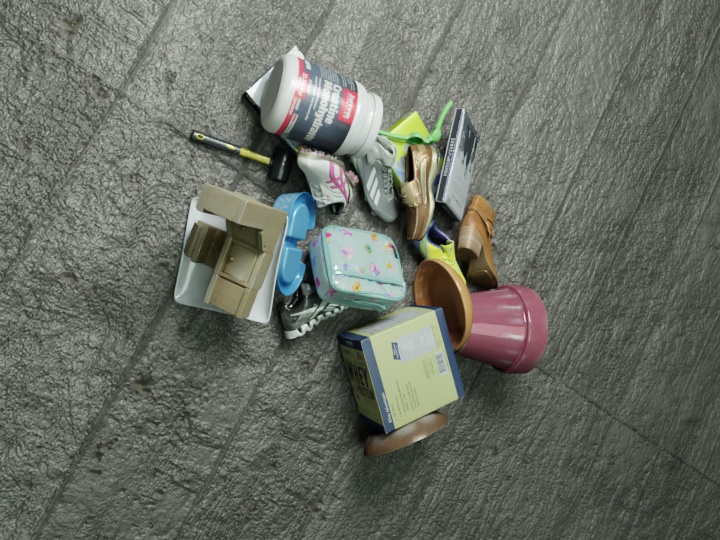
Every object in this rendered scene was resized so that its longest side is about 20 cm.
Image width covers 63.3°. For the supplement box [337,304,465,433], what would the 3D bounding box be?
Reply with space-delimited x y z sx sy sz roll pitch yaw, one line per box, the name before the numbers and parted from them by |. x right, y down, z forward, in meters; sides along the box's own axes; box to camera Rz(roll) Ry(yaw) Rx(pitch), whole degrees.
supplement box | 0.085 0.201 1.244 0.197 0.134 0.203 -19 97 -22

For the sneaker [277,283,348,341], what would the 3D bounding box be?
sneaker | -0.084 0.056 1.194 0.199 0.066 0.091 -32 112 -17

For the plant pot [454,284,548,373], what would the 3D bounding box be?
plant pot | 0.290 0.127 1.314 0.176 0.200 0.203 6 93 -19

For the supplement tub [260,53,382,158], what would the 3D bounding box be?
supplement tub | -0.072 -0.297 1.077 0.197 0.140 0.143 14 90 -25

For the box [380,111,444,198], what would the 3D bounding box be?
box | 0.120 -0.224 1.272 0.122 0.048 0.201 -41 110 -15

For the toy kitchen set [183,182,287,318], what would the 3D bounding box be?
toy kitchen set | -0.255 -0.041 0.983 0.161 0.180 0.203 23 94 13

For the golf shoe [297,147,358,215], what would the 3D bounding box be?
golf shoe | -0.065 -0.169 1.129 0.200 0.072 0.093 27 80 -63

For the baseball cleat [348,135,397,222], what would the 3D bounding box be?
baseball cleat | 0.043 -0.193 1.205 0.201 0.105 0.070 59 44 -20

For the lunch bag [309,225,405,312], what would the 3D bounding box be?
lunch bag | 0.000 0.000 1.178 0.198 0.077 0.162 9 55 -34

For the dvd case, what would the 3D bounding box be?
dvd case | 0.212 -0.222 1.261 0.150 0.024 0.203 27 76 -64

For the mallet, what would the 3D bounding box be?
mallet | -0.219 -0.235 1.117 0.198 0.041 0.067 24 87 -22

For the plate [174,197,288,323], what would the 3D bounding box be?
plate | -0.238 -0.021 1.086 0.197 0.032 0.203 11 92 12

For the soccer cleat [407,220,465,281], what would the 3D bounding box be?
soccer cleat | 0.185 -0.027 1.299 0.201 0.083 0.065 50 42 -20

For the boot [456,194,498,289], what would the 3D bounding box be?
boot | 0.288 -0.062 1.360 0.201 0.073 0.156 55 45 -46

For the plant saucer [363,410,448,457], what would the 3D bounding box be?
plant saucer | 0.091 0.339 1.249 0.198 0.200 0.037 -19 83 -22

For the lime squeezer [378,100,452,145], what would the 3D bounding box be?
lime squeezer | 0.126 -0.294 1.222 0.198 0.038 0.072 -25 104 -20

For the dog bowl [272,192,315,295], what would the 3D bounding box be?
dog bowl | -0.143 -0.055 1.137 0.111 0.049 0.203 9 92 -70

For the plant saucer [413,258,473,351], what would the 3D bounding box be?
plant saucer | 0.180 0.070 1.249 0.037 0.200 0.203 -15 102 -24

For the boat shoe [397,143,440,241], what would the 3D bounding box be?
boat shoe | 0.112 -0.164 1.216 0.073 0.076 0.203 8 87 -17

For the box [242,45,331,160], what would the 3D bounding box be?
box | -0.115 -0.313 1.154 0.137 0.038 0.200 -46 112 -14
